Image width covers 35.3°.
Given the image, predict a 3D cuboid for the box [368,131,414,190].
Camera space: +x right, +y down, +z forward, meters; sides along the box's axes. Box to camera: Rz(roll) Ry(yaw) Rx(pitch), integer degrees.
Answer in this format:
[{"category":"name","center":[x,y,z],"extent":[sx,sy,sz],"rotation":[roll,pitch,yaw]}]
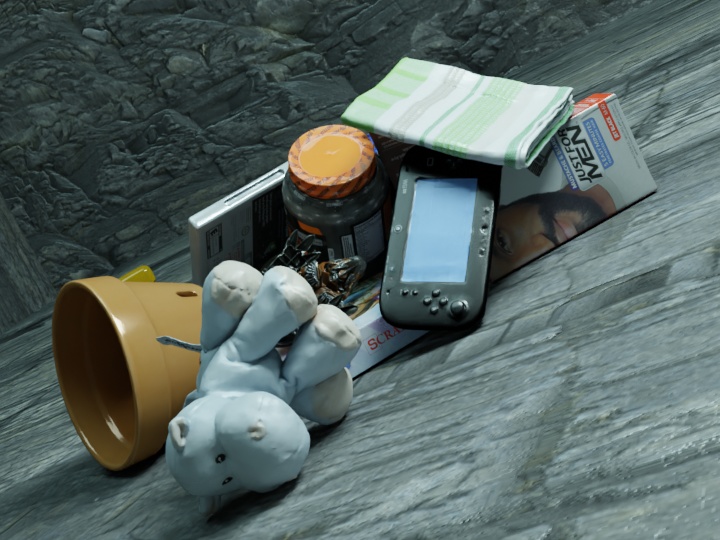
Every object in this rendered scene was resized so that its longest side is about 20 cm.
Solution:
[{"category":"box","center":[0.094,-0.101,1.238],"extent":[0.074,0.202,0.100],"rotation":[-13,18,46]}]

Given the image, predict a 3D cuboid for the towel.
[{"category":"towel","center":[0.099,-0.163,1.124],"extent":[0.198,0.031,0.149],"rotation":[17,38,24]}]

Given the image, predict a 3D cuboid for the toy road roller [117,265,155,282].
[{"category":"toy road roller","center":[-0.312,0.072,1.623],"extent":[0.122,0.147,0.200],"rotation":[-30,10,-16]}]

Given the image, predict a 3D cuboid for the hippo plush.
[{"category":"hippo plush","center":[-0.105,0.096,0.922],"extent":[0.197,0.161,0.161],"rotation":[-4,30,18]}]

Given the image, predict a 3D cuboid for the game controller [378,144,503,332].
[{"category":"game controller","center":[0.078,-0.035,1.078],"extent":[0.103,0.203,0.042],"rotation":[4,-25,11]}]

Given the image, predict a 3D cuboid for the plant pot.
[{"category":"plant pot","center":[-0.227,0.097,1.216],"extent":[0.139,0.203,0.199],"rotation":[-14,0,-37]}]

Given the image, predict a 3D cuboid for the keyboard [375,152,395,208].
[{"category":"keyboard","center":[0.025,-0.088,1.341],"extent":[0.127,0.197,0.021],"rotation":[119,171,-55]}]

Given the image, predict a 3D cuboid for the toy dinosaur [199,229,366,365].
[{"category":"toy dinosaur","center":[-0.067,0.042,1.126],"extent":[0.201,0.102,0.136],"rotation":[-55,7,-27]}]

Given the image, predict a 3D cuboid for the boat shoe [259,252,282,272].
[{"category":"boat shoe","center":[-0.134,0.065,1.432],"extent":[0.199,0.076,0.074],"rotation":[-41,-23,-9]}]

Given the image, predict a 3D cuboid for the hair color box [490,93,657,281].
[{"category":"hair color box","center":[0.191,-0.087,1.167],"extent":[0.198,0.112,0.064],"rotation":[-29,11,-2]}]

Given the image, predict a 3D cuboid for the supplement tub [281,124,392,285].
[{"category":"supplement tub","center":[-0.023,-0.057,1.282],"extent":[0.120,0.202,0.124],"rotation":[-3,47,4]}]

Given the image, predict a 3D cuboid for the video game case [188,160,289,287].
[{"category":"video game case","center":[-0.131,-0.037,1.398],"extent":[0.181,0.023,0.201],"rotation":[-33,-29,-26]}]

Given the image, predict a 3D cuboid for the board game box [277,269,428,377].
[{"category":"board game box","center":[0.000,0.055,1.173],"extent":[0.198,0.042,0.200],"rotation":[-31,10,-10]}]

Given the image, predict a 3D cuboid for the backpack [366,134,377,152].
[{"category":"backpack","center":[0.012,-0.110,1.615],"extent":[0.166,0.164,0.200],"rotation":[-18,13,29]}]
